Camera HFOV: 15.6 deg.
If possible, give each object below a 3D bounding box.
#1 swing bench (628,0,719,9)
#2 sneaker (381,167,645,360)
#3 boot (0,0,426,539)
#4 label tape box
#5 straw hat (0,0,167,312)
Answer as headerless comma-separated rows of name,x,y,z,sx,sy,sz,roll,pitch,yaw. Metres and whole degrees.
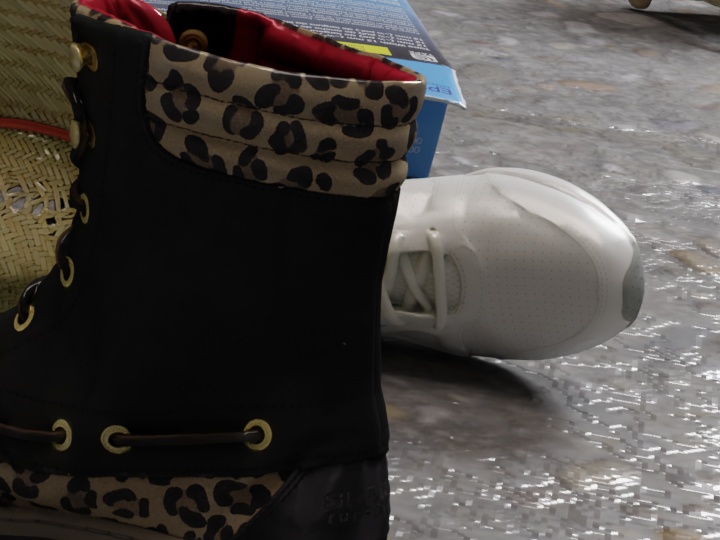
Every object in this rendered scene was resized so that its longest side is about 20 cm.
swing bench,0.298,-0.245,1.646,0.199,0.200,0.130,0,18,-28
sneaker,0.000,0.000,0.913,0.200,0.070,0.080,9,21,26
boot,-0.073,0.000,0.704,0.200,0.151,0.073,17,18,26
label tape box,-0.040,-0.084,1.168,0.143,0.066,0.200,5,19,-10
straw hat,-0.113,-0.009,0.822,0.201,0.201,0.085,12,59,11
